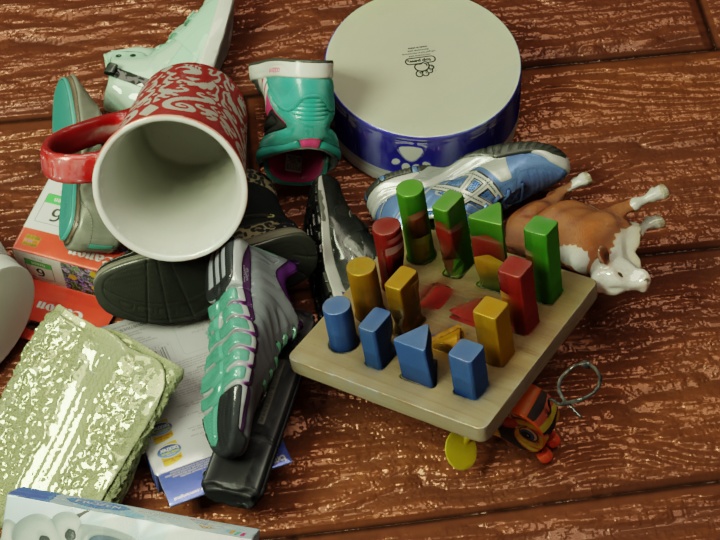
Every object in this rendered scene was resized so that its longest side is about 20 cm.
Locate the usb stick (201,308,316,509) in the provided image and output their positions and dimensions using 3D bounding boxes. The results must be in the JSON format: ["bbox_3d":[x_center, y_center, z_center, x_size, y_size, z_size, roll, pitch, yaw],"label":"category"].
[{"bbox_3d":[-0.086,0.117,1.468,0.055,0.033,0.200,8,53,13],"label":"usb stick"}]

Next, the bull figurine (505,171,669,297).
[{"bbox_3d":[0.214,-0.034,1.553,0.121,0.065,0.200,-30,27,-22],"label":"bull figurine"}]

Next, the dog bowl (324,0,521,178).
[{"bbox_3d":[0.062,-0.185,1.693,0.200,0.079,0.200,0,55,1],"label":"dog bowl"}]

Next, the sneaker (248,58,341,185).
[{"bbox_3d":[-0.066,-0.144,1.647,0.084,0.200,0.121,1,94,-10],"label":"sneaker"}]

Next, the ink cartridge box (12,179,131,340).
[{"bbox_3d":[-0.265,-0.022,1.598,0.109,0.050,0.200,15,56,10],"label":"ink cartridge box"}]

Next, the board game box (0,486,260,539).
[{"bbox_3d":[-0.192,0.286,1.323,0.199,0.043,0.200,10,94,8],"label":"board game box"}]

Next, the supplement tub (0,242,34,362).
[{"bbox_3d":[-0.411,0.004,1.523,0.200,0.145,0.145,29,60,20],"label":"supplement tub"}]

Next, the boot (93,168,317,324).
[{"bbox_3d":[-0.154,-0.026,1.567,0.203,0.074,0.154,-12,32,-10],"label":"boot"}]

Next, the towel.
[{"bbox_3d":[-0.255,0.142,1.456,0.148,0.036,0.200,23,81,16],"label":"towel"}]

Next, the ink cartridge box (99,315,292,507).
[{"bbox_3d":[-0.150,0.118,1.507,0.119,0.042,0.200,-19,55,-15],"label":"ink cartridge box"}]

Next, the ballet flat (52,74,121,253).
[{"bbox_3d":[-0.255,-0.098,1.594,0.064,0.067,0.200,9,52,-26],"label":"ballet flat"}]

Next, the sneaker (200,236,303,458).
[{"bbox_3d":[-0.084,0.067,1.446,0.088,0.074,0.200,13,63,-27],"label":"sneaker"}]

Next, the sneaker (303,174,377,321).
[{"bbox_3d":[0.000,0.000,1.580,0.088,0.076,0.200,-3,60,-15],"label":"sneaker"}]

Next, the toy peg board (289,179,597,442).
[{"bbox_3d":[0.067,0.019,1.437,0.200,0.098,0.199,18,48,31],"label":"toy peg board"}]

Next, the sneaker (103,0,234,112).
[{"bbox_3d":[-0.199,-0.235,1.728,0.118,0.074,0.200,15,59,3],"label":"sneaker"}]

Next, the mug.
[{"bbox_3d":[-0.179,-0.120,1.514,0.177,0.133,0.200,30,21,-12],"label":"mug"}]

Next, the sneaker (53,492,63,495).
[{"bbox_3d":[-0.204,0.254,1.375,0.200,0.070,0.100,26,79,-3],"label":"sneaker"}]

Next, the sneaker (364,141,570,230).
[{"bbox_3d":[0.109,-0.067,1.622,0.200,0.076,0.077,-17,63,0],"label":"sneaker"}]

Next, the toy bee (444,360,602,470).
[{"bbox_3d":[0.125,0.128,1.476,0.131,0.109,0.200,-41,39,-15],"label":"toy bee"}]
